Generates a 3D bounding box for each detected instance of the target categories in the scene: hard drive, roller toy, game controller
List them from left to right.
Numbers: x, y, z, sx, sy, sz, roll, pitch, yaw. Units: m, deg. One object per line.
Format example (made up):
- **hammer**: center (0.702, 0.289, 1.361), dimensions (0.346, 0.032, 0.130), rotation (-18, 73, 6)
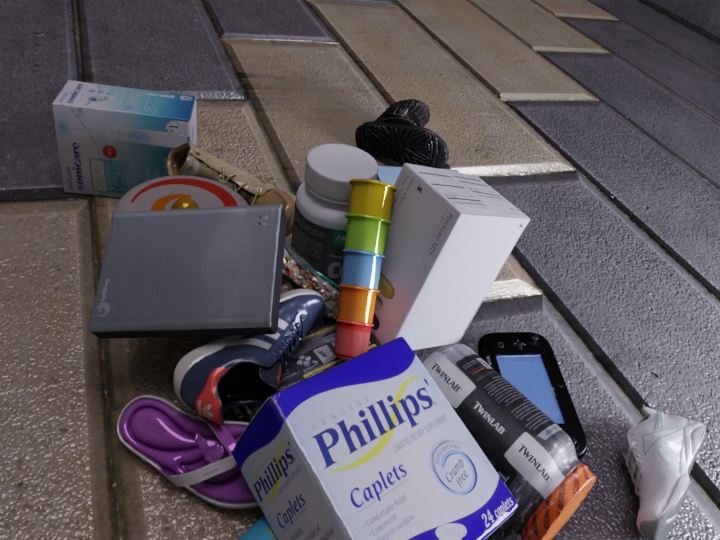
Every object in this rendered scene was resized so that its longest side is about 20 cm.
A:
- **roller toy**: center (-0.228, -0.030, 0.816), dimensions (0.197, 0.143, 0.181), rotation (-26, 51, -38)
- **hard drive**: center (-0.181, 0.001, 0.678), dimensions (0.193, 0.033, 0.144), rotation (-2, 63, 7)
- **game controller**: center (0.211, 0.154, 0.797), dimensions (0.101, 0.043, 0.203), rotation (6, 38, -9)

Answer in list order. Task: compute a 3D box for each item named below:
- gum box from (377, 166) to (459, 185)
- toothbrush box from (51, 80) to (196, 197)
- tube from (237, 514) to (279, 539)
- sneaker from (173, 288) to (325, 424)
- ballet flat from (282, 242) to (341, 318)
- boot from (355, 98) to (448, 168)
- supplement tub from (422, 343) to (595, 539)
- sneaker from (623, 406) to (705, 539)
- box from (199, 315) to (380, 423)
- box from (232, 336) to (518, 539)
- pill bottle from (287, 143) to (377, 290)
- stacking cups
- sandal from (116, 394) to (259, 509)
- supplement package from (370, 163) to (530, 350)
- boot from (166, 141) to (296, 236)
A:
- **gum box**: center (0.103, -0.118, 1.098), dimensions (0.194, 0.045, 0.172), rotation (0, 39, -17)
- **toothbrush box**: center (-0.357, -0.196, 0.979), dimensions (0.193, 0.149, 0.086), rotation (6, 37, -10)
- **tube**: center (-0.041, 0.232, 0.626), dimensions (0.198, 0.050, 0.079), rotation (-30, 88, -44)
- **sneaker**: center (-0.097, 0.094, 0.677), dimensions (0.083, 0.077, 0.198), rotation (29, 49, 34)
- **ballet flat**: center (-0.085, 0.010, 0.767), dimensions (0.199, 0.075, 0.065), rotation (40, 78, -17)
- **boot**: center (0.107, -0.273, 1.246), dimensions (0.207, 0.081, 0.157), rotation (23, 39, 26)
- **supplement tub**: center (0.140, 0.184, 0.673), dimensions (0.121, 0.125, 0.199), rotation (-22, 49, -36)
- **sneaker**: center (0.337, 0.231, 0.728), dimensions (0.079, 0.072, 0.199), rotation (22, 32, 27)
- **box**: center (-0.071, 0.116, 0.758), dimensions (0.196, 0.050, 0.161), rotation (-20, 51, -34)
- **box**: center (0.013, 0.193, 0.587), dimensions (0.181, 0.106, 0.202), rotation (-16, 62, -43)
- **pill bottle**: center (-0.038, -0.056, 0.854), dimensions (0.109, 0.204, 0.115), rotation (7, 37, -5)
- **stacking cups**: center (0.000, 0.000, 0.743), dimensions (0.058, 0.207, 0.061), rotation (9, 0, 0)
- **sandal**: center (-0.162, 0.180, 0.628), dimensions (0.197, 0.050, 0.085), rotation (12, 70, 14)
- **supplement package**: center (0.094, -0.013, 0.810), dimensions (0.153, 0.204, 0.111), rotation (-2, 36, -45)
- **boot**: center (-0.186, -0.118, 0.912), dimensions (0.154, 0.074, 0.199), rotation (27, 4, -43)
